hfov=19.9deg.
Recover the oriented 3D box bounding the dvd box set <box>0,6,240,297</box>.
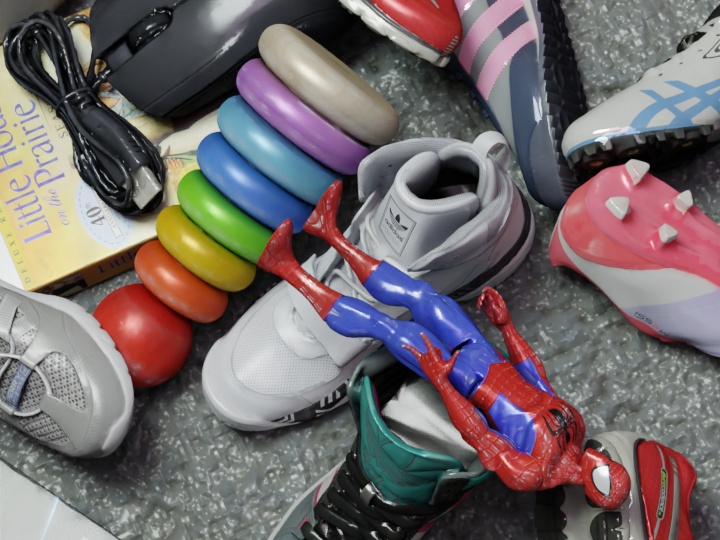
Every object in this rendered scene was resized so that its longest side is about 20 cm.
[{"bbox_3d":[-0.123,-0.080,1.118,0.200,0.029,0.147,-23,69,-5],"label":"dvd box set"}]

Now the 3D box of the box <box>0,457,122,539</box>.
[{"bbox_3d":[-0.153,0.154,0.941,0.164,0.200,0.086,32,76,14],"label":"box"}]

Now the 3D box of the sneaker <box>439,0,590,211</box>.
[{"bbox_3d":[0.069,-0.117,1.107,0.082,0.070,0.201,-20,68,21],"label":"sneaker"}]

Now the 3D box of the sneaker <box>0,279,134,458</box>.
[{"bbox_3d":[-0.203,0.038,1.040,0.200,0.082,0.075,31,115,21],"label":"sneaker"}]

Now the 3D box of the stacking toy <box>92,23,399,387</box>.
[{"bbox_3d":[-0.072,-0.026,1.050,0.085,0.085,0.200,42,99,17],"label":"stacking toy"}]

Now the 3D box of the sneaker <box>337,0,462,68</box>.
[{"bbox_3d":[0.018,-0.195,1.068,0.085,0.077,0.200,-39,50,30],"label":"sneaker"}]

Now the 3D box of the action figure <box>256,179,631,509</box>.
[{"bbox_3d":[0.045,0.040,0.943,0.200,0.052,0.065,42,42,9],"label":"action figure"}]

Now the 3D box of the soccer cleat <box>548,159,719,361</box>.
[{"bbox_3d":[0.187,0.022,1.044,0.200,0.076,0.067,35,54,-2],"label":"soccer cleat"}]

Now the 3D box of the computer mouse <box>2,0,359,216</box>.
[{"bbox_3d":[-0.083,-0.132,1.090,0.200,0.053,0.139,-33,69,-9],"label":"computer mouse"}]

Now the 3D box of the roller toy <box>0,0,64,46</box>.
[{"bbox_3d":[-0.237,-0.222,1.117,0.200,0.140,0.182,-42,69,-12],"label":"roller toy"}]

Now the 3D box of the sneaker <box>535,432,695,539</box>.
[{"bbox_3d":[0.140,0.177,0.972,0.085,0.077,0.201,4,80,-34],"label":"sneaker"}]

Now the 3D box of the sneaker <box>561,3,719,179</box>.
[{"bbox_3d":[0.185,-0.104,1.070,0.200,0.072,0.073,-25,81,-19],"label":"sneaker"}]

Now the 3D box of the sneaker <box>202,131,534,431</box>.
[{"bbox_3d":[0.000,0.000,1.032,0.200,0.115,0.075,-34,70,-8],"label":"sneaker"}]

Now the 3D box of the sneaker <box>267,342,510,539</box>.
[{"bbox_3d":[0.010,0.106,0.988,0.084,0.121,0.200,37,77,16],"label":"sneaker"}]
